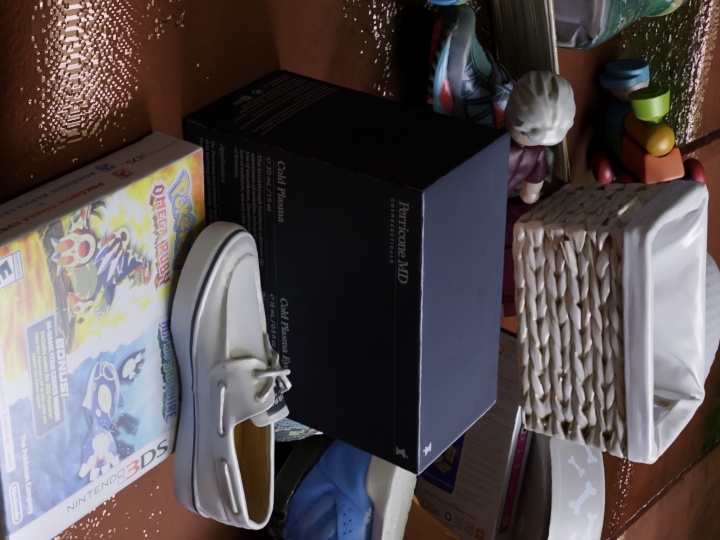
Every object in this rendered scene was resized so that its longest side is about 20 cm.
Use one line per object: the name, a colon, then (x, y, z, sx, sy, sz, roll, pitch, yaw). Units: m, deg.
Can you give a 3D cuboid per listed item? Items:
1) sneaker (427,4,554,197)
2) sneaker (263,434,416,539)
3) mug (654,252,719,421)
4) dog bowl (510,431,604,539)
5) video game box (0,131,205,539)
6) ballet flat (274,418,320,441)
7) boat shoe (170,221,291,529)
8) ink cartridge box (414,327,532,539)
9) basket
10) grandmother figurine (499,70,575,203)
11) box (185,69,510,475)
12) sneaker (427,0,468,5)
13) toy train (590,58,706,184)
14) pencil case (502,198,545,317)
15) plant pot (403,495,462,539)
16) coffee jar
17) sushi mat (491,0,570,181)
sneaker: (0.108, -0.133, 1.119, 0.201, 0.094, 0.080, 66, 26, -53)
sneaker: (-0.032, 0.214, 1.079, 0.077, 0.110, 0.203, 45, 55, -64)
mug: (0.291, 0.067, 1.510, 0.176, 0.147, 0.201, -57, 177, -35)
dog bowl: (0.158, 0.200, 1.304, 0.058, 0.200, 0.203, 4, 108, -15)
video game box: (-0.161, 0.043, 0.850, 0.182, 0.046, 0.203, -36, 135, -48)
ballet flat: (0.005, 0.080, 1.079, 0.198, 0.074, 0.075, -11, 119, -26)
boat shoe: (-0.073, 0.070, 0.898, 0.071, 0.069, 0.203, -25, 127, -54)
ink cartridge box: (0.104, 0.138, 1.271, 0.037, 0.094, 0.203, -10, 115, -45)
basket: (0.204, 0.033, 1.182, 0.135, 0.122, 0.203, -32, 124, -52)
grandmother figurine: (0.093, -0.071, 1.089, 0.120, 0.061, 0.200, -14, 151, -44)
box: (-0.008, -0.002, 0.936, 0.104, 0.180, 0.202, -34, 134, -45)
sneaker: (0.102, -0.279, 1.066, 0.200, 0.070, 0.083, -50, 150, -26)
toy train: (0.273, -0.116, 1.336, 0.083, 0.200, 0.117, -14, 115, -5)
pencil case: (0.172, -0.017, 1.308, 0.199, 0.090, 0.095, -11, 81, -53)
plant pot: (0.023, 0.277, 1.179, 0.200, 0.139, 0.203, -35, 134, -46)
coffee jar: (0.222, -0.261, 1.252, 0.199, 0.085, 0.106, -27, 126, -48)
sushi mat: (0.132, -0.171, 1.159, 0.012, 0.096, 0.202, -27, 133, -16)
